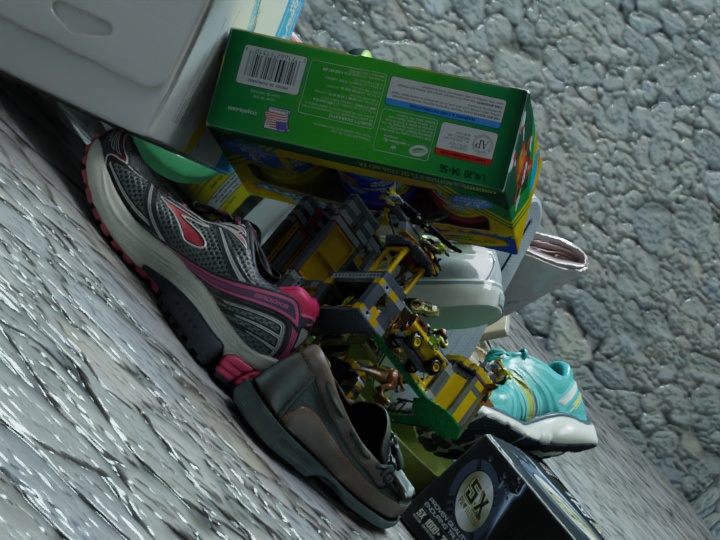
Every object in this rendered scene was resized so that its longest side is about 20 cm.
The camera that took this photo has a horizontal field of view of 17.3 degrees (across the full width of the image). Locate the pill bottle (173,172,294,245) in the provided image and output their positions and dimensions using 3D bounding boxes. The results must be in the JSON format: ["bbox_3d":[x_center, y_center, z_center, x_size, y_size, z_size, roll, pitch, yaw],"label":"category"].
[{"bbox_3d":[-0.115,-0.119,1.866,0.200,0.112,0.112,49,6,6],"label":"pill bottle"}]

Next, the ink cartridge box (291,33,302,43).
[{"bbox_3d":[-0.138,-0.184,1.972,0.200,0.144,0.084,50,4,7],"label":"ink cartridge box"}]

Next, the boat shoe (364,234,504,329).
[{"bbox_3d":[0.001,0.000,1.653,0.070,0.200,0.072,110,-20,-66],"label":"boat shoe"}]

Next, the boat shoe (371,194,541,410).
[{"bbox_3d":[0.057,0.016,1.733,0.071,0.200,0.072,22,-27,29],"label":"boat shoe"}]

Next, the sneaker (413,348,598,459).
[{"bbox_3d":[0.101,0.097,1.740,0.200,0.077,0.080,9,68,-55],"label":"sneaker"}]

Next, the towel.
[{"bbox_3d":[0.048,-0.005,1.870,0.190,0.200,0.032,22,61,-25],"label":"towel"}]

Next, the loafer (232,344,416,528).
[{"bbox_3d":[-0.005,0.104,1.463,0.072,0.063,0.200,52,7,33],"label":"loafer"}]

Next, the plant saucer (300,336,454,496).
[{"bbox_3d":[0.004,0.099,1.746,0.200,0.031,0.200,48,6,-7],"label":"plant saucer"}]

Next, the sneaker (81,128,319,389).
[{"bbox_3d":[-0.101,-0.015,1.473,0.200,0.075,0.081,50,6,22],"label":"sneaker"}]

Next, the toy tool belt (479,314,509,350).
[{"bbox_3d":[0.065,0.050,2.077,0.125,0.123,0.200,46,6,-24],"label":"toy tool belt"}]

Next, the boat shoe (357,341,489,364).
[{"bbox_3d":[0.050,0.074,1.805,0.200,0.071,0.065,40,12,-3],"label":"boat shoe"}]

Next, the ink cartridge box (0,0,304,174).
[{"bbox_3d":[-0.146,-0.167,1.573,0.147,0.145,0.200,25,1,12],"label":"ink cartridge box"}]

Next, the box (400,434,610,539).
[{"bbox_3d":[0.131,0.212,1.674,0.164,0.086,0.200,50,6,19],"label":"box"}]

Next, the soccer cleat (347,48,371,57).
[{"bbox_3d":[-0.044,-0.096,1.933,0.081,0.201,0.068,24,26,9],"label":"soccer cleat"}]

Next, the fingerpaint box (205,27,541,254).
[{"bbox_3d":[0.013,-0.082,1.565,0.199,0.074,0.167,13,-11,9],"label":"fingerpaint box"}]

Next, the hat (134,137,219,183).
[{"bbox_3d":[-0.190,-0.170,1.794,0.165,0.176,0.201,-24,113,-49],"label":"hat"}]

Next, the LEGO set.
[{"bbox_3d":[0.016,0.020,1.518,0.154,0.116,0.200,49,-27,-19],"label":"LEGO set"}]
